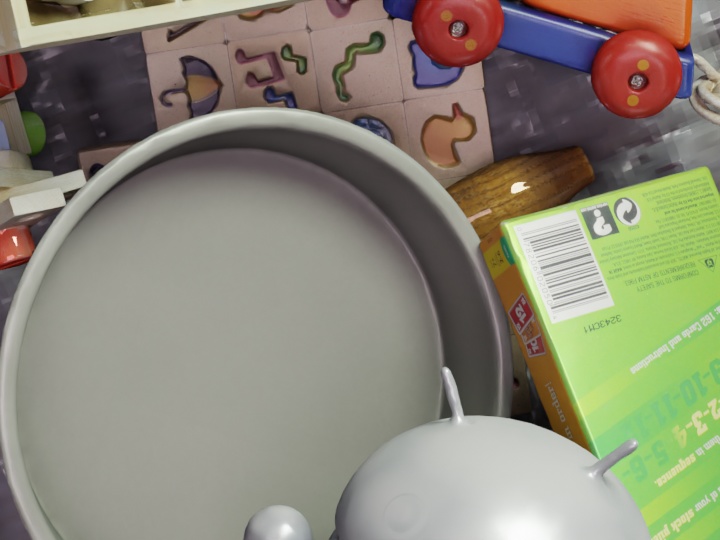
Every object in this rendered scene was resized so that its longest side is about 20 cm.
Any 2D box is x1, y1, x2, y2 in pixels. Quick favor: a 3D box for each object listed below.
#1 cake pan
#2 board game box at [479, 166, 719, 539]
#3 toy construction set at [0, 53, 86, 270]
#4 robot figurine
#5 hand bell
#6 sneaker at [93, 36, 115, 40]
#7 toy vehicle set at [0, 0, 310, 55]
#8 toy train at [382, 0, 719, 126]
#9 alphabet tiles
[{"bbox_3d":[-0.040,0.041,0.954,0.199,0.037,0.202,-2,94,-24],"label":"cake pan"},{"bbox_3d":[0.122,0.066,0.959,0.095,0.030,0.201,-15,74,-27],"label":"board game box"},{"bbox_3d":[-0.143,-0.090,0.979,0.131,0.092,0.201,-20,69,39],"label":"toy construction set"},{"bbox_3d":[0.035,0.136,0.908,0.169,0.113,0.201,16,109,3],"label":"robot figurine"},{"bbox_3d":[0.000,0.000,1.023,0.199,0.104,0.105,-27,99,-7],"label":"hand bell"},{"bbox_3d":[-0.054,-0.143,0.961,0.078,0.200,0.090,-2,116,44],"label":"sneaker"},{"bbox_3d":[-0.058,-0.147,0.883,0.026,0.199,0.125,-9,95,46],"label":"toy vehicle set"},{"bbox_3d":[0.117,-0.122,0.984,0.199,0.085,0.116,15,117,-7],"label":"toy train"},{"bbox_3d":[-0.027,-0.028,1.054,0.166,0.008,0.201,-8,99,2],"label":"alphabet tiles"}]
